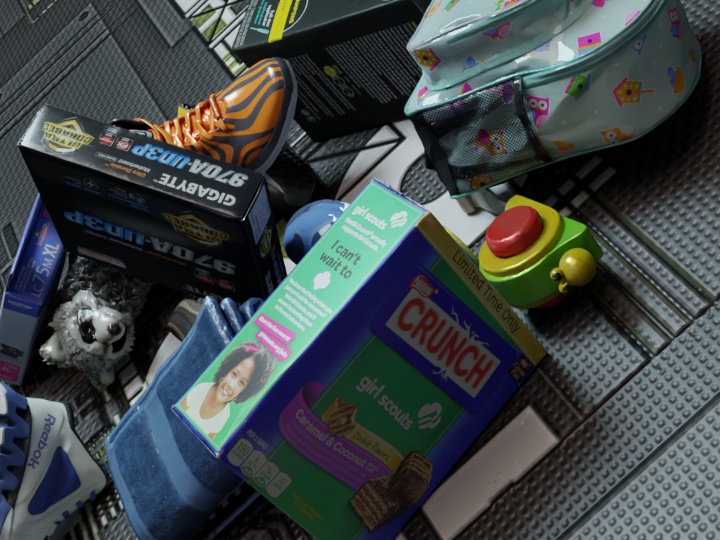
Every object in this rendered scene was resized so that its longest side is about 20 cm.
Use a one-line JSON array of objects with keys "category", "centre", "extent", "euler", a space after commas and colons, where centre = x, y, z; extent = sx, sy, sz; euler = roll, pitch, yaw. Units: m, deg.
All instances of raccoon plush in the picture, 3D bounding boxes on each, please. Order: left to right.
[{"category": "raccoon plush", "centre": [-0.239, 0.033, 1.311], "extent": [0.135, 0.096, 0.200], "euler": [-67, 10, -7]}]

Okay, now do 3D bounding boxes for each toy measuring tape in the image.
[{"category": "toy measuring tape", "centre": [0.101, -0.017, 1.024], "extent": [0.074, 0.074, 0.200], "euler": [-49, 29, -6]}]

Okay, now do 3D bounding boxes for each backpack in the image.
[{"category": "backpack", "centre": [0.141, -0.160, 1.042], "extent": [0.198, 0.154, 0.176], "euler": [-7, 33, 28]}]

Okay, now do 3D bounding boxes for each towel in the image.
[{"category": "towel", "centre": [-0.121, 0.116, 1.044], "extent": [0.200, 0.048, 0.112], "euler": [-48, 55, 35]}]

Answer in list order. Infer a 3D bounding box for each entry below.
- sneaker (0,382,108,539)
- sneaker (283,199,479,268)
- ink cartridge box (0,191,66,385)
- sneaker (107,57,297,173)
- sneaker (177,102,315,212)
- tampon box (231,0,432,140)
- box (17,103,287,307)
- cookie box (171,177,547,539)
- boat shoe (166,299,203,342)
[{"category": "sneaker", "centre": [-0.262, 0.192, 1.158], "extent": [0.080, 0.114, 0.202], "euler": [7, 90, 48]}, {"category": "sneaker", "centre": [0.000, 0.000, 1.094], "extent": [0.199, 0.074, 0.083], "euler": [10, 66, 50]}, {"category": "ink cartridge box", "centre": [-0.295, 0.009, 1.301], "extent": [0.200, 0.042, 0.120], "euler": [118, 168, -55]}, {"category": "sneaker", "centre": [-0.142, -0.109, 1.193], "extent": [0.200, 0.111, 0.078], "euler": [-45, 52, 34]}, {"category": "sneaker", "centre": [-0.112, -0.079, 1.293], "extent": [0.200, 0.069, 0.091], "euler": [37, 113, 44]}, {"category": "tampon box", "centre": [0.017, -0.226, 1.243], "extent": [0.198, 0.126, 0.151], "euler": [-10, 50, 37]}, {"category": "box", "centre": [-0.162, -0.044, 1.149], "extent": [0.198, 0.160, 0.046], "euler": [19, 62, 14]}, {"category": "cookie box", "centre": [0.005, 0.071, 0.942], "extent": [0.200, 0.171, 0.075], "euler": [-49, 40, -6]}, {"category": "boat shoe", "centre": [-0.109, 0.085, 1.115], "extent": [0.073, 0.075, 0.200], "euler": [-48, 36, -5]}]
